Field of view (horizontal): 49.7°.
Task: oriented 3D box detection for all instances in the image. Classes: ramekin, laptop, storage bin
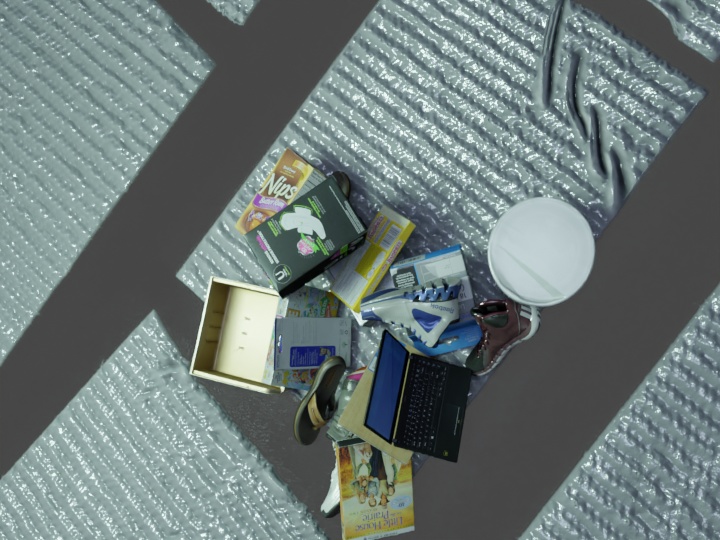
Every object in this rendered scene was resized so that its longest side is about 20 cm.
[{"bbox_3d":[0.342,-0.030,1.473,0.196,0.094,0.209,-2,82,14],"label":"ramekin"},{"bbox_3d":[0.108,0.227,1.402,0.195,0.104,0.182,16,68,-3],"label":"laptop"},{"bbox_3d":[-0.228,0.136,1.608,0.193,0.094,0.206,11,85,17],"label":"storage bin"}]

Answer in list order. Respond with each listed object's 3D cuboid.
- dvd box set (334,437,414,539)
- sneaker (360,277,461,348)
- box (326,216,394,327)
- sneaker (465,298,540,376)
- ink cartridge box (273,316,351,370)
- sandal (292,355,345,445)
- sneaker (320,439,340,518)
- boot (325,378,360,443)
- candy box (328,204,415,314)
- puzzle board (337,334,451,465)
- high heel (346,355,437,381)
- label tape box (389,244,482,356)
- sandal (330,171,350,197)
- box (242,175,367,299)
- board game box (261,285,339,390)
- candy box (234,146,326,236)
[{"bbox_3d":[0.029,0.409,1.468,0.142,0.029,0.206,-6,105,-12],"label":"dvd box set"},{"bbox_3d":[0.098,0.089,1.424,0.194,0.081,0.118,-10,99,8],"label":"sneaker"},{"bbox_3d":[0.000,0.000,1.580,0.116,0.060,0.202,-36,75,8],"label":"box"},{"bbox_3d":[0.232,0.112,1.443,0.200,0.114,0.077,-48,27,35],"label":"sneaker"},{"bbox_3d":[-0.101,0.142,1.523,0.039,0.197,0.103,0,86,46],"label":"ink cartridge box"},{"bbox_3d":[-0.073,0.265,1.535,0.054,0.081,0.204,37,107,38],"label":"sandal"},{"bbox_3d":[-0.034,0.381,1.542,0.115,0.076,0.202,36,85,23],"label":"sneaker"},{"bbox_3d":[0.038,0.298,1.500,0.195,0.068,0.134,12,71,11],"label":"boot"},{"bbox_3d":[0.021,-0.023,1.507,0.202,0.026,0.102,-57,35,2],"label":"candy box"},{"bbox_3d":[0.066,0.237,1.456,0.148,0.017,0.203,29,67,3],"label":"puzzle board"},{"bbox_3d":[0.068,0.231,1.532,0.195,0.067,0.099,-9,94,19],"label":"high heel"},{"bbox_3d":[0.150,0.069,1.488,0.140,0.063,0.205,-15,100,8],"label":"label tape box"},{"bbox_3d":[-0.082,-0.126,1.578,0.081,0.055,0.203,4,57,46],"label":"sandal"},{"bbox_3d":[-0.100,-0.056,1.448,0.197,0.149,0.126,-33,85,-6],"label":"box"},{"bbox_3d":[-0.118,0.134,1.559,0.034,0.132,0.206,7,84,48],"label":"board game box"},{"bbox_3d":[-0.162,-0.136,1.574,0.202,0.056,0.116,-54,45,4],"label":"candy box"}]
